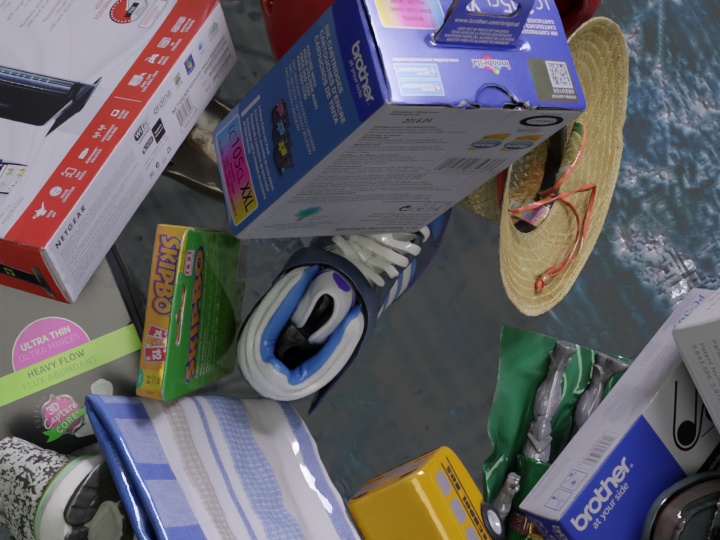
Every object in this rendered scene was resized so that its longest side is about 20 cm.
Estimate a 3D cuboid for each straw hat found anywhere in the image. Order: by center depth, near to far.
[{"bbox_3d":[0.097,-0.072,0.911,0.085,0.201,0.202,19,90,27],"label":"straw hat"}]

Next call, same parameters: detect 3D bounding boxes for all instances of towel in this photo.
[{"bbox_3d":[-0.067,0.133,0.819,0.024,0.200,0.147,-36,69,21],"label":"towel"}]

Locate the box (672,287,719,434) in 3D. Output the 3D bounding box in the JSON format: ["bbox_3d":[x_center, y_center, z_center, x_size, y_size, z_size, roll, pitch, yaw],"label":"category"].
[{"bbox_3d":[0.334,0.068,0.898,0.199,0.130,0.201,-32,97,-40],"label":"box"}]

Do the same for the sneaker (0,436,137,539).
[{"bbox_3d":[-0.174,0.159,0.832,0.088,0.201,0.077,29,50,21],"label":"sneaker"}]

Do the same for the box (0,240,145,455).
[{"bbox_3d":[-0.233,0.051,0.877,0.199,0.124,0.149,-23,95,-4],"label":"box"}]

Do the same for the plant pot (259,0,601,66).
[{"bbox_3d":[0.026,-0.213,0.860,0.200,0.200,0.183,-15,78,-6],"label":"plant pot"}]

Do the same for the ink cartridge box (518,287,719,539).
[{"bbox_3d":[0.199,0.115,0.932,0.200,0.044,0.094,-48,115,-19],"label":"ink cartridge box"}]

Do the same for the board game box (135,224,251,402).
[{"bbox_3d":[-0.098,0.022,0.853,0.030,0.200,0.096,7,91,3],"label":"board game box"}]

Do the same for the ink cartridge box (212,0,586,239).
[{"bbox_3d":[0.026,-0.090,0.776,0.136,0.200,0.077,-3,71,-35],"label":"ink cartridge box"}]

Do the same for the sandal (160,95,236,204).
[{"bbox_3d":[-0.142,-0.096,0.915,0.199,0.055,0.082,24,89,-4],"label":"sandal"}]

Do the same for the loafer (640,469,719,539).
[{"bbox_3d":[0.262,0.174,0.921,0.199,0.063,0.072,13,96,-44],"label":"loafer"}]

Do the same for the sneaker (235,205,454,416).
[{"bbox_3d":[0.000,0.000,0.890,0.081,0.146,0.200,42,87,-7],"label":"sneaker"}]

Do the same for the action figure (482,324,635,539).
[{"bbox_3d":[0.124,0.149,0.961,0.118,0.055,0.201,16,94,-10],"label":"action figure"}]

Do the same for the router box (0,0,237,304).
[{"bbox_3d":[-0.197,-0.089,0.827,0.179,0.049,0.200,14,56,23],"label":"router box"}]

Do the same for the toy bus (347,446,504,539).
[{"bbox_3d":[0.072,0.216,0.912,0.065,0.078,0.201,-28,91,21],"label":"toy bus"}]
